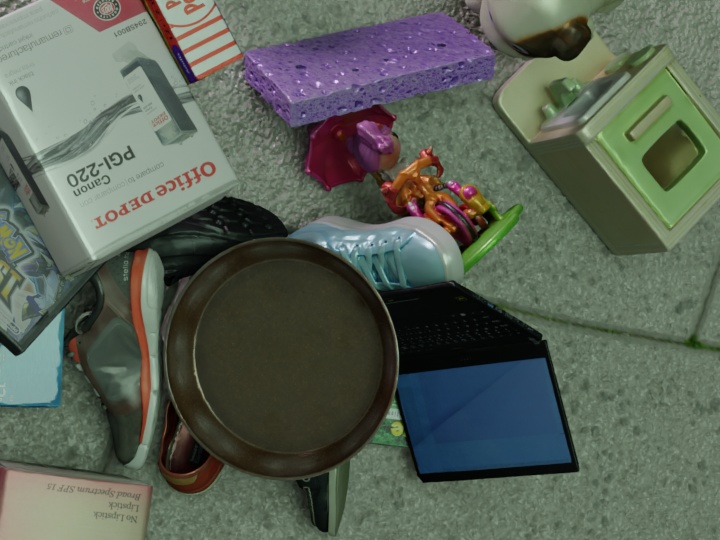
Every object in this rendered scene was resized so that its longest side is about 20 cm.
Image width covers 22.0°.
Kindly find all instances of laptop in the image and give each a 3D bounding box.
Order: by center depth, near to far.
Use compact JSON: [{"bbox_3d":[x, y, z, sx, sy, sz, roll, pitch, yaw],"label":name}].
[{"bbox_3d":[0.064,0.099,1.573,0.200,0.177,0.103,30,60,-43],"label":"laptop"}]

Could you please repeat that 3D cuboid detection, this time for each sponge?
[{"bbox_3d":[0.008,-0.181,1.633,0.200,0.112,0.030,-15,123,-21],"label":"sponge"}]

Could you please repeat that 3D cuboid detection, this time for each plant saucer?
[{"bbox_3d":[-0.063,0.072,1.528,0.200,0.034,0.200,1,94,13],"label":"plant saucer"}]

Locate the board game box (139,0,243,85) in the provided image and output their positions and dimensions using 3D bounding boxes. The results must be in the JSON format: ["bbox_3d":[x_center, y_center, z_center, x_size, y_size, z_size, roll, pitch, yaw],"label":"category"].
[{"bbox_3d":[-0.176,-0.220,1.515,0.046,0.200,0.152,-30,99,-18],"label":"board game box"}]

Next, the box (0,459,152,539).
[{"bbox_3d":[-0.256,0.262,1.521,0.128,0.109,0.200,9,85,-21],"label":"box"}]

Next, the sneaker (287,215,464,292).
[{"bbox_3d":[0.000,0.000,1.554,0.082,0.200,0.074,-29,109,-35],"label":"sneaker"}]

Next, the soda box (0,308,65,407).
[{"bbox_3d":[-0.283,0.013,1.540,0.068,0.064,0.200,3,88,-21],"label":"soda box"}]

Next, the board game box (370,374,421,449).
[{"bbox_3d":[-0.013,0.102,1.664,0.200,0.023,0.105,9,85,-21],"label":"board game box"}]

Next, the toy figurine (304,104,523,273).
[{"bbox_3d":[0.032,-0.072,1.612,0.150,0.200,0.184,-44,91,-11],"label":"toy figurine"}]

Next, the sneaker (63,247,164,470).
[{"bbox_3d":[-0.208,0.072,1.556,0.082,0.077,0.200,2,110,-2],"label":"sneaker"}]

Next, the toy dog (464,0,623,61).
[{"bbox_3d":[0.182,-0.257,1.638,0.140,0.194,0.200,54,49,-15],"label":"toy dog"}]

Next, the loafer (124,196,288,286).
[{"bbox_3d":[-0.159,-0.023,1.595,0.200,0.068,0.070,-3,129,-30],"label":"loafer"}]

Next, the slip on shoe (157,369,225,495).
[{"bbox_3d":[-0.126,0.095,1.591,0.074,0.061,0.200,17,83,13],"label":"slip on shoe"}]

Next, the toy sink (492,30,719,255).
[{"bbox_3d":[0.245,-0.131,1.721,0.130,0.112,0.200,-44,103,-17],"label":"toy sink"}]

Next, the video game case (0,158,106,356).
[{"bbox_3d":[-0.283,-0.065,1.460,0.200,0.026,0.181,45,64,-10],"label":"video game case"}]

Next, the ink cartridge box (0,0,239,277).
[{"bbox_3d":[-0.209,-0.115,1.445,0.146,0.085,0.200,-30,95,-26],"label":"ink cartridge box"}]

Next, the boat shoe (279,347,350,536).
[{"bbox_3d":[-0.046,0.145,1.605,0.066,0.075,0.199,3,127,8],"label":"boat shoe"}]
